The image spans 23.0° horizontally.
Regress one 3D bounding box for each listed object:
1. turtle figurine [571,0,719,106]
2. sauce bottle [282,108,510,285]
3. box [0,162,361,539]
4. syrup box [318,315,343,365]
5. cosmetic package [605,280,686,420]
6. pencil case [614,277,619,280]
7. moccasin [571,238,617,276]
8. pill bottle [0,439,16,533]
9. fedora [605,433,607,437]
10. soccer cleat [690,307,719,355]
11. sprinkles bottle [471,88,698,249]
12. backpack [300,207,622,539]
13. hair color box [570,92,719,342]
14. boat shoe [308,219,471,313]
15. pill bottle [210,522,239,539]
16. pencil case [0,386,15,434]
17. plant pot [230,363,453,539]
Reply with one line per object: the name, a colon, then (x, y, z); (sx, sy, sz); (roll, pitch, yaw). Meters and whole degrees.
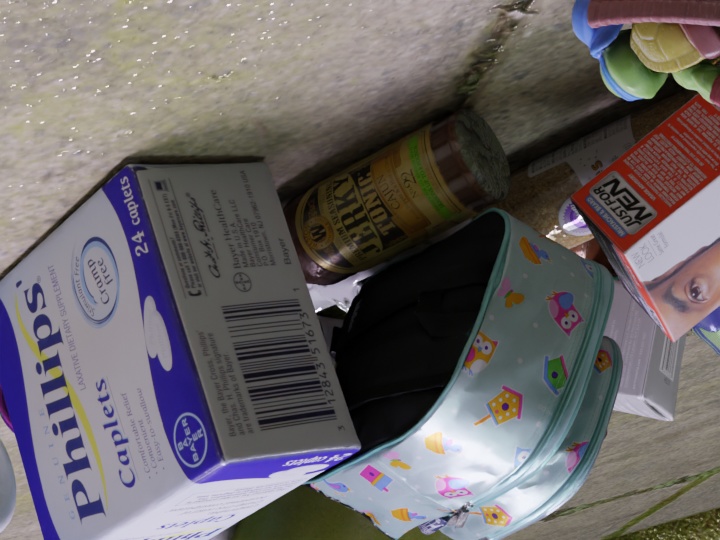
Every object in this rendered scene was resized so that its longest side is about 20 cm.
turtle figurine: (0.230, -0.129, 0.902); (0.194, 0.200, 0.144); (-44, -176, 47)
sauce bottle: (-0.004, -0.030, 1.095); (0.200, 0.065, 0.065); (-28, 160, 26)
box: (-0.120, 0.060, 1.052); (0.105, 0.185, 0.200); (-4, 158, -41)
syrup box: (-0.079, 0.079, 1.329); (0.079, 0.082, 0.200); (-25, 160, 27)
cosmetic package: (0.126, 0.045, 1.274); (0.199, 0.091, 0.107); (7, 170, 24)
pencil case: (0.183, 0.037, 1.451); (0.088, 0.089, 0.200); (-9, 162, -26)
moccasin: (0.212, -0.023, 1.281); (0.078, 0.074, 0.201); (23, -170, 37)
pill bottle: (-0.363, 0.180, 1.311); (0.199, 0.107, 0.106); (-25, 162, 21)
fedora: (0.099, 0.087, 1.398); (0.199, 0.091, 0.177); (13, -159, 19)
soccer cleat: (0.332, -0.008, 1.396); (0.200, 0.084, 0.065); (-35, -168, -20)
sprinkles bottle: (0.149, -0.054, 1.169); (0.199, 0.069, 0.068); (-26, 161, 22)
backpack: (0.067, 0.064, 1.045); (0.153, 0.176, 0.200); (29, 149, -9)
hair color box: (0.236, -0.061, 1.073); (0.200, 0.064, 0.111); (-38, 139, 1)
boat shoe: (0.000, 0.000, 1.187); (0.073, 0.067, 0.200); (-3, 158, -38)
pill bottle: (-0.131, 0.181, 1.409); (0.199, 0.116, 0.115); (13, -171, 44)
pencil case: (-0.201, 0.106, 1.283); (0.085, 0.092, 0.200); (-49, 165, -11)
plant pot: (0.007, 0.163, 1.273); (0.186, 0.201, 0.187); (16, 173, 2)
